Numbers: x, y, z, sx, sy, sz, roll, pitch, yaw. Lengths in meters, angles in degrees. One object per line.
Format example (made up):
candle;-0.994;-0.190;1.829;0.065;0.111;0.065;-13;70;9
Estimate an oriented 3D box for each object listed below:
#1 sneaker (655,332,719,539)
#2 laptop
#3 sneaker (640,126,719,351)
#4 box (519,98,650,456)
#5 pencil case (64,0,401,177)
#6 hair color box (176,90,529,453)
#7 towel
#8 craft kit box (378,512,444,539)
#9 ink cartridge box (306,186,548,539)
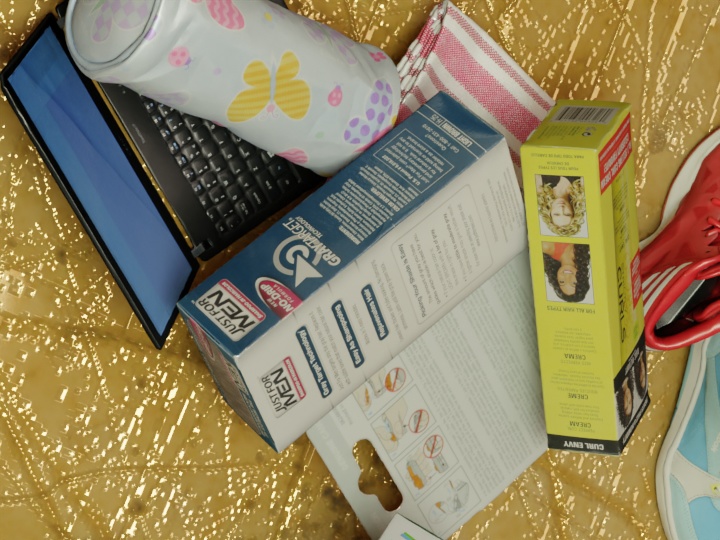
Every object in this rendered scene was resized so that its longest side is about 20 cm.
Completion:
sneaker;0.254;0.115;1.513;0.079;0.131;0.201;1;102;-20
laptop;-0.096;-0.088;1.351;0.200;0.103;0.178;-35;109;-18
sneaker;0.236;-0.017;1.506;0.078;0.115;0.200;44;77;-22
box;0.135;0.005;1.402;0.075;0.050;0.201;-48;136;-56
pencil case;-0.069;-0.118;1.320;0.200;0.091;0.083;22;105;-40
hair color box;0.000;0.000;1.344;0.200;0.060;0.100;-39;143;-15
towel;0.048;-0.044;1.445;0.146;0.030;0.200;38;79;-39
craft kit box;0.000;0.253;1.390;0.048;0.200;0.198;27;79;17
ink cartridge box;0.054;0.067;1.447;0.200;0.047;0.160;-41;127;-15
